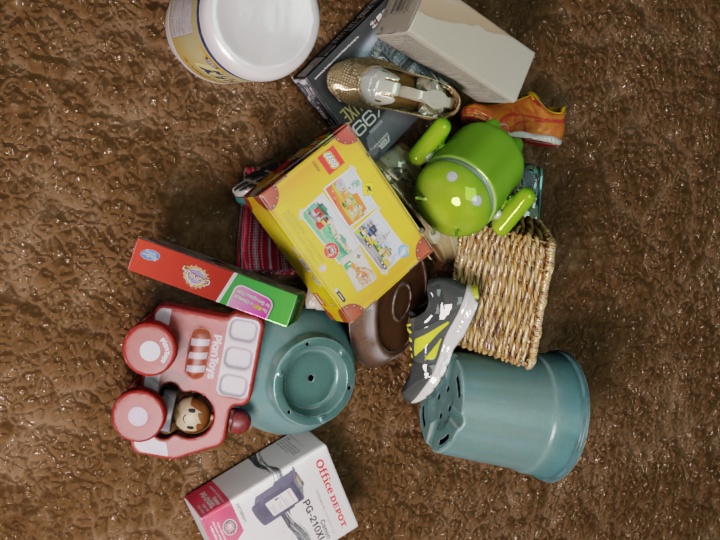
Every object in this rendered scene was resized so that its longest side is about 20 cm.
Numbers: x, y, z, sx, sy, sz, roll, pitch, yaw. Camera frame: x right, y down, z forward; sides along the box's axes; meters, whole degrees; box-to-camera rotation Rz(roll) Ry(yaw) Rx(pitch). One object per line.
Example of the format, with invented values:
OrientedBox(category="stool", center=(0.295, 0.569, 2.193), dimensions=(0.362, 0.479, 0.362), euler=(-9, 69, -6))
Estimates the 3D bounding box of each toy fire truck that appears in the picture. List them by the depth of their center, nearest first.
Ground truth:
OrientedBox(category="toy fire truck", center=(-0.214, 0.142, 1.211), dimensions=(0.166, 0.112, 0.202), euler=(10, 95, -3))

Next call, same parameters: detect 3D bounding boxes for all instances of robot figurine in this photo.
OrientedBox(category="robot figurine", center=(0.149, -0.125, 1.315), dimensions=(0.175, 0.116, 0.200), euler=(41, 51, 2))

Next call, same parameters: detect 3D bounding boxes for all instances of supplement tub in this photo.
OrientedBox(category="supplement tub", center=(-0.149, -0.298, 1.152), dimensions=(0.143, 0.200, 0.146), euler=(-5, 101, -26))

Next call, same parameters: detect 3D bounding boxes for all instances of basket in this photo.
OrientedBox(category="basket", center=(0.223, 0.021, 1.401), dimensions=(0.142, 0.148, 0.202), euler=(-25, 125, -57))

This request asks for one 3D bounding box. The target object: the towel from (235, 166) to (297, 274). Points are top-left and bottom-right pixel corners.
OrientedBox(category="towel", center=(-0.073, -0.064, 1.333), dimensions=(0.198, 0.022, 0.146), euler=(3, 96, -27))

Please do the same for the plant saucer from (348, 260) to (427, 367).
OrientedBox(category="plant saucer", center=(0.047, 0.041, 1.349), dimensions=(0.200, 0.032, 0.202), euler=(-34, 130, -53))

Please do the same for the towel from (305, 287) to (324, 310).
OrientedBox(category="towel", center=(0.000, 0.000, 1.329), dimensions=(0.199, 0.034, 0.134), euler=(13, 88, -55))

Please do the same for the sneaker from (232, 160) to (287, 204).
OrientedBox(category="sneaker", center=(-0.072, -0.104, 1.279), dimensions=(0.198, 0.077, 0.080), euler=(-8, 108, -24))

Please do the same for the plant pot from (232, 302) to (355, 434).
OrientedBox(category="plant pot", center=(-0.087, 0.134, 1.295), dimensions=(0.199, 0.134, 0.202), euler=(-4, 100, -26))

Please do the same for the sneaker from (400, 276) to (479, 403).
OrientedBox(category="sneaker", center=(0.096, 0.094, 1.361), dimensions=(0.084, 0.075, 0.201), euler=(26, 107, 1))

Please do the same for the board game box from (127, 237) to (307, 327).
OrientedBox(category="board game box", center=(-0.169, 0.013, 1.179), dimensions=(0.198, 0.153, 0.041), euler=(20, 90, 2))

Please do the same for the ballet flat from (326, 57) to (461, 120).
OrientedBox(category="ballet flat", center=(0.052, -0.244, 1.285), dimensions=(0.198, 0.065, 0.071), euler=(3, 100, -29))

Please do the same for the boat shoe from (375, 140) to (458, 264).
OrientedBox(category="boat shoe", center=(0.081, -0.087, 1.384), dimensions=(0.062, 0.073, 0.201), euler=(-33, 107, -10))

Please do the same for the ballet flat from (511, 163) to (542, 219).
OrientedBox(category="ballet flat", center=(0.246, -0.064, 1.482), dimensions=(0.074, 0.074, 0.202), euler=(-8, 100, -26))

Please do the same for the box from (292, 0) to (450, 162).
OrientedBox(category="box", center=(0.026, -0.271, 1.333), dimensions=(0.200, 0.050, 0.158), euler=(-46, 116, -14))

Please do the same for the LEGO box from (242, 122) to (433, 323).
OrientedBox(category="LEGO box", center=(-0.027, -0.059, 1.208), dimensions=(0.149, 0.077, 0.201), euler=(-40, 106, -17))

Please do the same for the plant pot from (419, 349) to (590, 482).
OrientedBox(category="plant pot", center=(0.205, 0.208, 1.436), dimensions=(0.194, 0.200, 0.202), euler=(9, 95, -20))

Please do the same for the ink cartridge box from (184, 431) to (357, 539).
OrientedBox(category="ink cartridge box", center=(-0.121, 0.336, 1.338), dimensions=(0.199, 0.084, 0.146), euler=(-28, 111, -21))

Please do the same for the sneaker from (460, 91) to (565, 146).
OrientedBox(category="sneaker", center=(0.226, -0.233, 1.438), dimensions=(0.199, 0.073, 0.078), euler=(2, 94, -38))

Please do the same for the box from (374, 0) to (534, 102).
OrientedBox(category="box", center=(0.130, -0.307, 1.302), dimensions=(0.199, 0.095, 0.078), euler=(25, 86, -31))
